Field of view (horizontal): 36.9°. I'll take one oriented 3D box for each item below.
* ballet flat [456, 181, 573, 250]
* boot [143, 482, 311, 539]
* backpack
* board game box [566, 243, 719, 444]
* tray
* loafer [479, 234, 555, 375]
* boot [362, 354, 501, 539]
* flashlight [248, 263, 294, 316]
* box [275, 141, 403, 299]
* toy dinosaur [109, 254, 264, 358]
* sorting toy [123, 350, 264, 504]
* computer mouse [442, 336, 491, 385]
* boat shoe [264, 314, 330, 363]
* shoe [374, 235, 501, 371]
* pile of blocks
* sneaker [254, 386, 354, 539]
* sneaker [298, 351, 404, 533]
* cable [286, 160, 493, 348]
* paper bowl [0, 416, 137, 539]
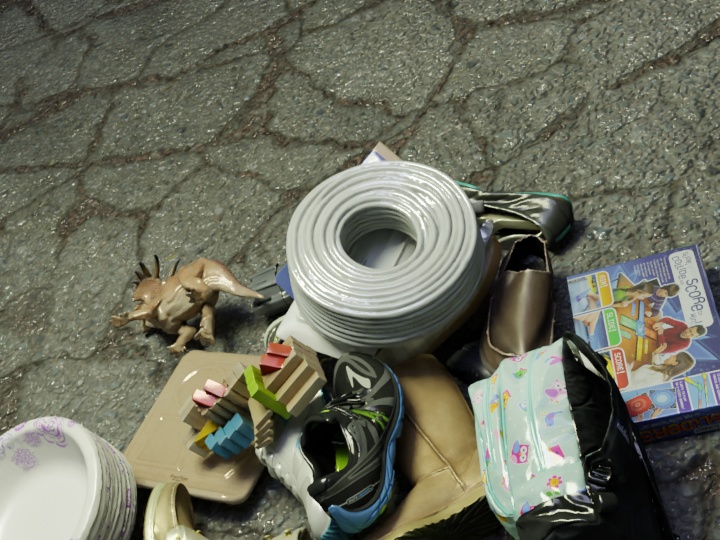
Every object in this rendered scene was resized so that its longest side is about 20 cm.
[{"bbox_3d":[0.141,-0.060,1.216,0.199,0.068,0.069,7,59,37],"label":"ballet flat"},{"bbox_3d":[-0.118,0.265,1.001,0.154,0.072,0.201,-23,46,7],"label":"boot"},{"bbox_3d":[0.166,0.151,0.877,0.126,0.167,0.201,-23,47,17],"label":"backpack"},{"bbox_3d":[0.273,0.069,1.015,0.134,0.035,0.201,-15,41,16],"label":"board game box"},{"bbox_3d":[0.000,0.000,1.117,0.107,0.022,0.201,16,58,21],"label":"tray"},{"bbox_3d":[0.156,0.032,1.067,0.072,0.071,0.201,3,35,6],"label":"loafer"},{"bbox_3d":[0.041,0.183,1.010,0.174,0.066,0.200,-24,37,-11],"label":"boot"},{"bbox_3d":[-0.034,-0.010,1.267,0.199,0.068,0.068,-22,76,14],"label":"flashlight"},{"bbox_3d":[0.002,-0.030,1.208,0.121,0.032,0.200,42,93,19],"label":"box"},{"bbox_3d":[-0.209,0.025,1.282,0.199,0.086,0.136,-22,31,19],"label":"toy dinosaur"},{"bbox_3d":[-0.156,0.167,1.168,0.184,0.037,0.200,2,43,32],"label":"sorting toy"},{"bbox_3d":[0.095,0.074,1.118,0.059,0.034,0.200,-43,40,-17],"label":"computer mouse"},{"bbox_3d":[-0.009,0.045,1.144,0.200,0.072,0.061,-32,13,-1],"label":"boat shoe"},{"bbox_3d":[0.071,0.037,1.109,0.200,0.053,0.070,-52,31,-4],"label":"shoe"},{"bbox_3d":[-0.120,0.129,1.041,0.200,0.062,0.082,-37,32,32],"label":"pile of blocks"},{"bbox_3d":[-0.054,0.186,1.042,0.080,0.077,0.201,-22,40,3],"label":"sneaker"},{"bbox_3d":[-0.010,0.139,0.973,0.071,0.083,0.200,-36,27,28],"label":"sneaker"},{"bbox_3d":[0.024,-0.018,1.069,0.198,0.069,0.201,8,56,13],"label":"cable"},{"bbox_3d":[-0.312,0.257,1.080,0.199,0.104,0.202,-16,53,22],"label":"paper bowl"}]
